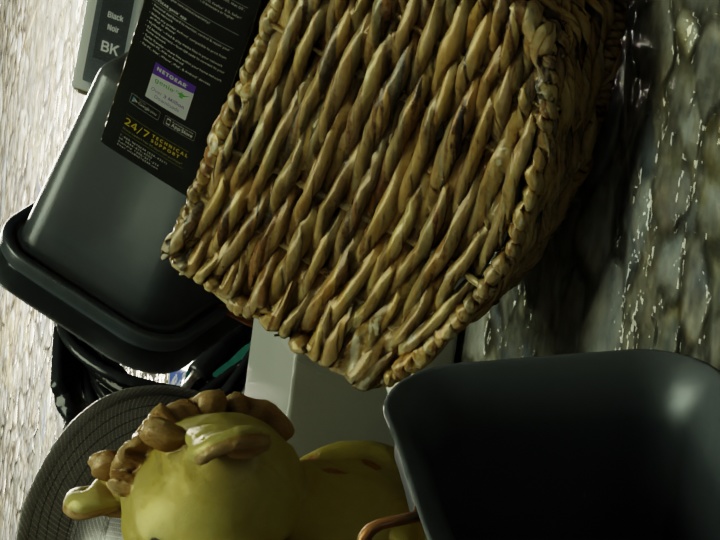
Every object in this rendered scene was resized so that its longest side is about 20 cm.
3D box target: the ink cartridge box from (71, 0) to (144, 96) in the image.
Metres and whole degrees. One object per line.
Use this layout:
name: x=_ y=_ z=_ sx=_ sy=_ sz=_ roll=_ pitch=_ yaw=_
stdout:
ink cartridge box: x=-0.101 y=-0.219 z=1.691 sx=0.198 sy=0.043 sz=0.200 roll=-57 pitch=-18 yaw=-61

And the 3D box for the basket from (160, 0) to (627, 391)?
basket: x=0.033 y=-0.068 z=1.243 sx=0.149 sy=0.143 sz=0.200 roll=-42 pitch=-20 yaw=-59

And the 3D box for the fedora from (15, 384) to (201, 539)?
fedora: x=-0.064 y=0.151 z=1.476 sx=0.090 sy=0.200 sz=0.177 roll=-7 pitch=43 yaw=52

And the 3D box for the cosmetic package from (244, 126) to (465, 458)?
cosmetic package: x=0.000 y=0.000 z=1.427 sx=0.107 sy=0.090 sz=0.201 roll=-130 pitch=44 yaw=-70

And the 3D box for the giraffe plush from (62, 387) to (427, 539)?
giraffe plush: x=-0.024 y=0.110 z=1.207 sx=0.173 sy=0.162 sz=0.200 roll=-54 pitch=41 yaw=30

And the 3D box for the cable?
cable: x=-0.107 y=0.007 z=1.735 sx=0.051 sy=0.163 sz=0.200 roll=52 pitch=-151 yaw=-43

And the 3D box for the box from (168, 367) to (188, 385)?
box: x=-0.086 y=0.014 z=1.850 sx=0.122 sy=0.048 sz=0.201 roll=129 pitch=144 yaw=-67

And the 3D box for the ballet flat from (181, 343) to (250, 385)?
ballet flat: x=-0.065 y=0.118 z=1.695 sx=0.200 sy=0.072 sz=0.072 roll=-106 pitch=24 yaw=-56

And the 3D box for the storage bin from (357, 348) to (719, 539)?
storage bin: x=0.072 y=0.136 z=1.002 sx=0.200 sy=0.145 sz=0.135 roll=-112 pitch=19 yaw=-61

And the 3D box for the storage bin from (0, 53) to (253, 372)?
storage bin: x=-0.082 y=-0.052 z=1.589 sx=0.200 sy=0.145 sz=0.135 roll=-38 pitch=-23 yaw=-55

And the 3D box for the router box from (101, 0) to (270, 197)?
router box: x=-0.025 y=-0.146 z=1.294 sx=0.200 sy=0.052 sz=0.157 roll=-48 pitch=-14 yaw=-46
